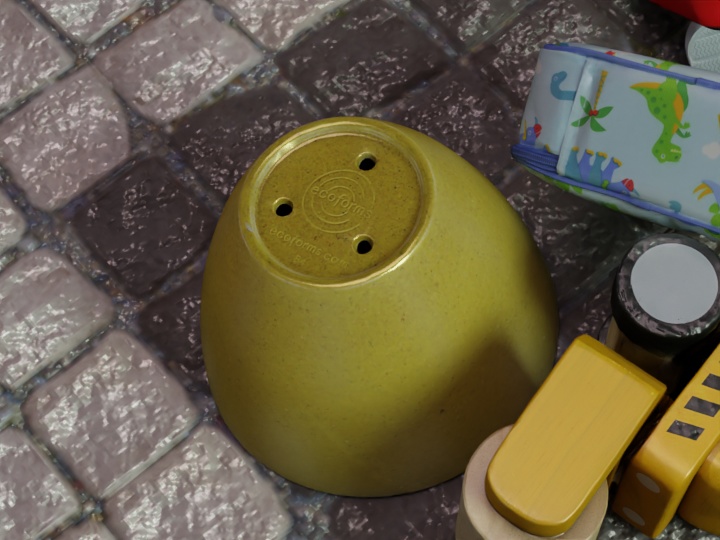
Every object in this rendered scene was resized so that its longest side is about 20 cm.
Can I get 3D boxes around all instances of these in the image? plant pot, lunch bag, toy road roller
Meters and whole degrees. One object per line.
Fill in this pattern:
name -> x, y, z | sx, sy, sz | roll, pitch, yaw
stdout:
plant pot -> 0.000, 0.000, 1.118 | 0.199, 0.142, 0.201 | -4, 61, 8
lunch bag -> 0.193, -0.055, 1.090 | 0.200, 0.161, 0.083 | 19, 98, 32
toy road roller -> 0.153, 0.094, 1.052 | 0.146, 0.123, 0.200 | 36, 71, 14

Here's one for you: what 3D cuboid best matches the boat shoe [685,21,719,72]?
boat shoe -> 0.282, -0.147, 1.201 | 0.199, 0.074, 0.067 | -8, 31, 8

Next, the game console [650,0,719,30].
game console -> 0.254, -0.189, 1.179 | 0.199, 0.031, 0.177 | -20, 20, -6
